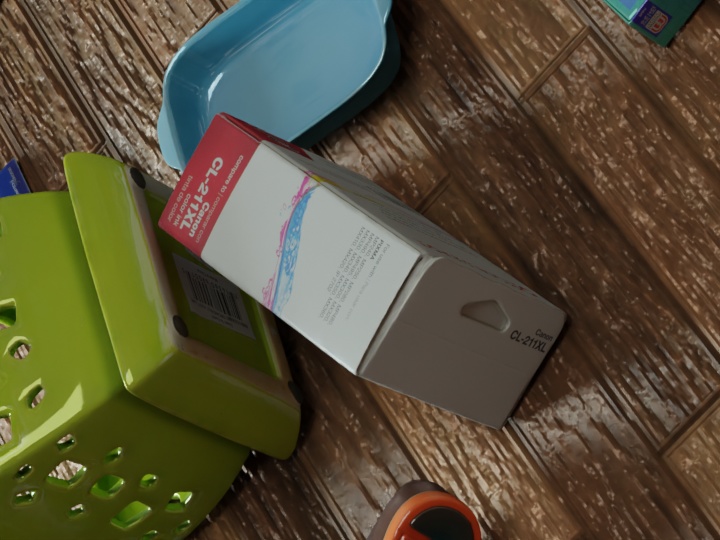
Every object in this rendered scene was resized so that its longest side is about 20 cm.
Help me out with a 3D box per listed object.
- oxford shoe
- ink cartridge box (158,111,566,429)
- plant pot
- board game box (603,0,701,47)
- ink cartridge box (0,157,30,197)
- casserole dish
[{"bbox_3d":[0.012,0.217,1.514,0.201,0.071,0.073,-66,18,5],"label":"oxford shoe"},{"bbox_3d":[0.000,0.000,1.539,0.200,0.146,0.083,36,98,42],"label":"ink cartridge box"},{"bbox_3d":[-0.159,0.054,1.621,0.181,0.200,0.199,-31,58,20],"label":"plant pot"},{"bbox_3d":[0.188,-0.255,1.551,0.200,0.045,0.152,-51,50,12],"label":"board game box"},{"bbox_3d":[-0.306,0.012,1.861,0.200,0.039,0.100,-44,50,17],"label":"ink cartridge box"},{"bbox_3d":[-0.048,-0.128,1.702,0.200,0.039,0.121,-33,55,25],"label":"casserole dish"}]
